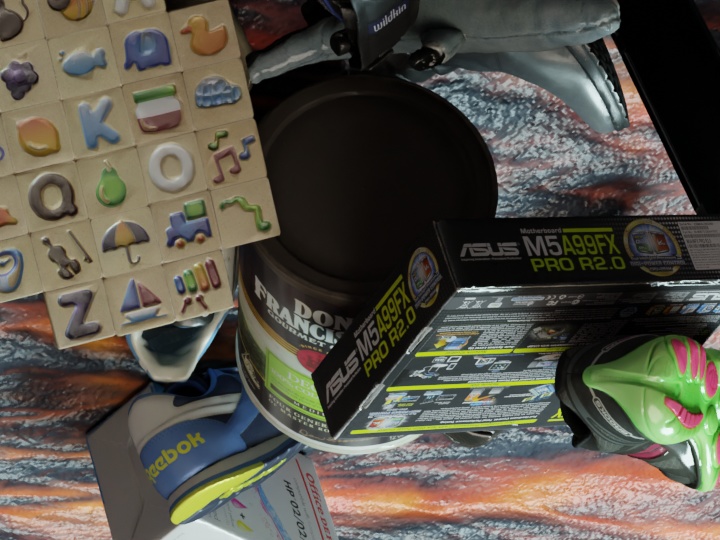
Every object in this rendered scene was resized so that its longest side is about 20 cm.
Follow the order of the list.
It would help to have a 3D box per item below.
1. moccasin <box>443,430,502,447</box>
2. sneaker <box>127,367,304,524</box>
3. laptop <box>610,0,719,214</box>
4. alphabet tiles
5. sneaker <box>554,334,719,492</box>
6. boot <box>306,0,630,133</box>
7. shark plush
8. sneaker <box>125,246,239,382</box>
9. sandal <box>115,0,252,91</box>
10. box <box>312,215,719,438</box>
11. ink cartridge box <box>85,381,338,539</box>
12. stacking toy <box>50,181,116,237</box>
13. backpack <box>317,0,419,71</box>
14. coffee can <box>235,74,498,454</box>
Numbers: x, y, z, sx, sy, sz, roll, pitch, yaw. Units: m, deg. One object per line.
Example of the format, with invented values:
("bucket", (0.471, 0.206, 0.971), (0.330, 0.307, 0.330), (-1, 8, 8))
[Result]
("moccasin", (0.129, 0.038, 1.867), (0.074, 0.078, 0.201), (35, 121, -27))
("sneaker", (-0.078, 0.093, 1.807), (0.074, 0.082, 0.200), (-43, 171, 23))
("laptop", (0.222, -0.112, 1.645), (0.200, 0.188, 0.116), (13, 130, -32))
("alphabet tiles", (-0.137, -0.064, 1.538), (0.166, 0.006, 0.201), (-14, 103, -7))
("sneaker", (0.154, 0.070, 1.553), (0.084, 0.077, 0.200), (8, 166, 20))
("boot", (0.062, -0.128, 1.666), (0.131, 0.070, 0.200), (-31, 127, 16))
("shark plush", (0.037, -0.141, 1.552), (0.199, 0.083, 0.091), (-3, 130, -5))
("sneaker", (-0.097, -0.015, 1.712), (0.072, 0.073, 0.200), (-1, 134, -19))
("sandal", (-0.113, -0.147, 1.568), (0.080, 0.054, 0.200), (-28, 132, 6))
("box", (0.096, 0.031, 1.567), (0.200, 0.044, 0.160), (-2, 150, -29))
("ink cartridge box", (-0.078, 0.165, 1.881), (0.068, 0.115, 0.200), (-39, 137, 22))
("stacking toy", (-0.194, -0.026, 1.651), (0.116, 0.110, 0.200), (0, 151, -48))
("backpack", (0.021, -0.224, 1.453), (0.200, 0.154, 0.190), (-35, 164, 8))
("coffee can", (0.000, 0.000, 1.677), (0.146, 0.147, 0.200), (-12, 153, -9))
